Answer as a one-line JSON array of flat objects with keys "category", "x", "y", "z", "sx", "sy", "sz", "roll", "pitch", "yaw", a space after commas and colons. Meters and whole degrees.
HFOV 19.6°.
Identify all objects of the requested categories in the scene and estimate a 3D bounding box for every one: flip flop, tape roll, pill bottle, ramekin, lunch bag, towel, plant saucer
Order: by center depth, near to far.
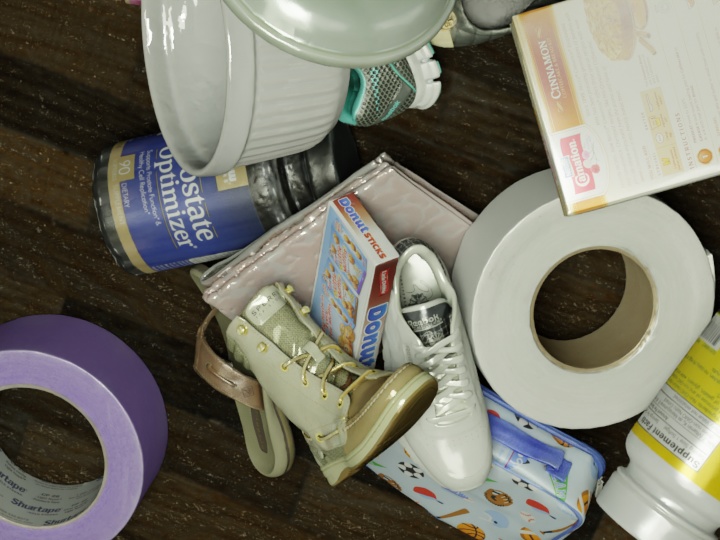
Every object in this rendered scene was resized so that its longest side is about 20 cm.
[{"category": "plant saucer", "x": -0.015, "y": -0.241, "z": 1.475, "sx": 0.200, "sy": 0.200, "sz": 0.050, "roll": 34, "pitch": 150, "yaw": -3}, {"category": "ramekin", "x": -0.085, "y": -0.174, "z": 1.561, "sx": 0.105, "sy": 0.200, "sz": 0.201, "roll": -8, "pitch": 112, "yaw": -22}, {"category": "pill bottle", "x": 0.278, "y": 0.126, "z": 1.616, "sx": 0.114, "sy": 0.114, "sz": 0.200, "roll": 35, "pitch": 96, "yaw": -4}, {"category": "tape roll", "x": 0.176, "y": 0.020, "z": 1.649, "sx": 0.202, "sy": 0.071, "sz": 0.203, "roll": -4, "pitch": 109, "yaw": -11}, {"category": "towel", "x": 0.000, "y": 0.000, "z": 1.678, "sx": 0.200, "sy": 0.032, "sz": 0.191, "roll": -34, "pitch": 140, "yaw": 20}, {"category": "pill bottle", "x": -0.105, "y": -0.068, "z": 1.682, "sx": 0.200, "sy": 0.112, "sz": 0.112, "roll": -12, "pitch": 108, "yaw": 15}, {"category": "lunch bag", "x": 0.101, "y": 0.154, "z": 1.710, "sx": 0.200, "sy": 0.076, "sz": 0.160, "roll": 28, "pitch": 151, "yaw": -3}, {"category": "flip flop", "x": -0.108, "y": 0.089, "z": 1.756, "sx": 0.057, "sy": 0.081, "sz": 0.200, "roll": -23, "pitch": 115, "yaw": -21}, {"category": "tape roll", "x": -0.273, "y": 0.145, "z": 1.808, "sx": 0.200, "sy": 0.085, "sz": 0.200, "roll": 3, "pitch": 110, "yaw": 9}]

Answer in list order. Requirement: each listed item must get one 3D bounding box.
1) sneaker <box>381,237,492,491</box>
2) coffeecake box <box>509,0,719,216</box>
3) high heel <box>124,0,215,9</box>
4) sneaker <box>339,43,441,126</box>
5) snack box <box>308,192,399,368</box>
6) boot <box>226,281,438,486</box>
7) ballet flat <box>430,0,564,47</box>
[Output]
[{"category": "sneaker", "x": 0.055, "y": 0.074, "z": 1.602, "sx": 0.076, "sy": 0.080, "sz": 0.200, "roll": -17, "pitch": 88, "yaw": -12}, {"category": "coffeecake box", "x": 0.226, "y": -0.139, "z": 1.541, "sx": 0.200, "sy": 0.073, "sz": 0.154, "roll": -16, "pitch": 89, "yaw": 3}, {"category": "high heel", "x": -0.128, "y": -0.289, "z": 1.627, "sx": 0.096, "sy": 0.067, "sz": 0.200, "roll": 12, "pitch": 112, "yaw": 5}, {"category": "sneaker", "x": -0.013, "y": -0.200, "z": 1.616, "sx": 0.091, "sy": 0.078, "sz": 0.200, "roll": -33, "pitch": 103, "yaw": -24}, {"category": "snack box", "x": -0.011, "y": 0.032, "z": 1.627, "sx": 0.024, "sy": 0.072, "sz": 0.200, "roll": -19, "pitch": 146, "yaw": -24}, {"category": "boot", "x": -0.028, "y": 0.074, "z": 1.579, "sx": 0.155, "sy": 0.072, "sz": 0.200, "roll": 51, "pitch": 155, "yaw": 5}, {"category": "ballet flat", "x": 0.132, "y": -0.220, "z": 1.610, "sx": 0.200, "sy": 0.057, "sz": 0.067, "roll": -18, "pitch": 106, "yaw": 17}]
